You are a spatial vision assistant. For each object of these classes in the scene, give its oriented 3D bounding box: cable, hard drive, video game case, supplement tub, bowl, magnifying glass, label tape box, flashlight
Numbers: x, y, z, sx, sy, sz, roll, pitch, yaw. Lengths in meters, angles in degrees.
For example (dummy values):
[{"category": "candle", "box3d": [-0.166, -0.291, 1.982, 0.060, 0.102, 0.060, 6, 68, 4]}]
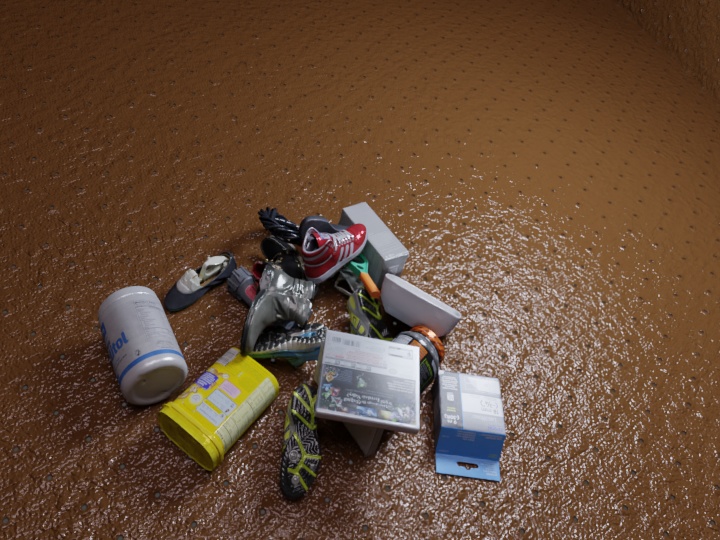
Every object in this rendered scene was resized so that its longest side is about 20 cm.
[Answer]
[{"category": "cable", "box3d": [-0.178, -0.107, 1.454, 0.162, 0.051, 0.199, 40, 11, 16]}, {"category": "hard drive", "box3d": [-0.024, 0.254, 1.185, 0.026, 0.134, 0.201, -20, 55, -30]}, {"category": "video game case", "box3d": [0.018, 0.209, 1.129, 0.193, 0.024, 0.186, 11, 46, -5]}, {"category": "supplement tub", "box3d": [-0.435, 0.148, 1.181, 0.129, 0.134, 0.202, -18, 54, -27]}, {"category": "supplement tub", "box3d": [0.084, 0.215, 1.243, 0.122, 0.124, 0.199, 37, 56, 21]}, {"category": "bowl", "box3d": [0.132, 0.088, 1.365, 0.195, 0.076, 0.200, 29, 3, 9]}, {"category": "magnifying glass", "box3d": [0.000, 0.000, 1.393, 0.077, 0.023, 0.201, 13, 28, -30]}, {"category": "label tape box", "box3d": [0.226, 0.318, 1.236, 0.139, 0.064, 0.204, 8, 47, -5]}, {"category": "flashlight", "box3d": [-0.221, 0.068, 1.349, 0.067, 0.069, 0.199, -32, 63, -34]}]

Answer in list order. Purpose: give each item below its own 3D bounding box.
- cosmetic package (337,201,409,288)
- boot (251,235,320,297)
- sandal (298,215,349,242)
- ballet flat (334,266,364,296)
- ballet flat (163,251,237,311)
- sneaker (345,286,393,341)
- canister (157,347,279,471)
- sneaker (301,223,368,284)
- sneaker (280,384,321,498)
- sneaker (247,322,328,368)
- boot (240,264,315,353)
[{"category": "cosmetic package", "box3d": [0.025, -0.065, 1.503, 0.088, 0.109, 0.202, -16, 55, -30]}, {"category": "boot", "box3d": [-0.196, -0.009, 1.381, 0.201, 0.074, 0.149, 49, 22, 20]}, {"category": "sandal", "box3d": [-0.088, -0.091, 1.412, 0.043, 0.077, 0.198, 45, 15, 26]}, {"category": "ballet flat", "box3d": [-0.052, 0.004, 1.456, 0.064, 0.068, 0.200, -42, 62, -6]}, {"category": "ballet flat", "box3d": [-0.367, 0.015, 1.361, 0.073, 0.074, 0.198, 39, 51, 22]}, {"category": "sneaker", "box3d": [0.020, 0.143, 1.345, 0.074, 0.076, 0.206, 5, 62, -39]}, {"category": "canister", "box3d": [-0.269, 0.261, 1.152, 0.146, 0.088, 0.200, 31, 47, 17]}, {"category": "sneaker", "box3d": [-0.058, -0.069, 1.358, 0.070, 0.114, 0.200, 28, 58, 32]}, {"category": "sneaker", "box3d": [-0.114, 0.329, 1.136, 0.073, 0.077, 0.206, 14, 63, -11]}, {"category": "sneaker", "box3d": [-0.155, 0.175, 1.262, 0.193, 0.092, 0.079, -4, 33, 12]}, {"category": "boot", "box3d": [-0.166, 0.091, 1.226, 0.127, 0.068, 0.205, 21, 62, -8]}]
